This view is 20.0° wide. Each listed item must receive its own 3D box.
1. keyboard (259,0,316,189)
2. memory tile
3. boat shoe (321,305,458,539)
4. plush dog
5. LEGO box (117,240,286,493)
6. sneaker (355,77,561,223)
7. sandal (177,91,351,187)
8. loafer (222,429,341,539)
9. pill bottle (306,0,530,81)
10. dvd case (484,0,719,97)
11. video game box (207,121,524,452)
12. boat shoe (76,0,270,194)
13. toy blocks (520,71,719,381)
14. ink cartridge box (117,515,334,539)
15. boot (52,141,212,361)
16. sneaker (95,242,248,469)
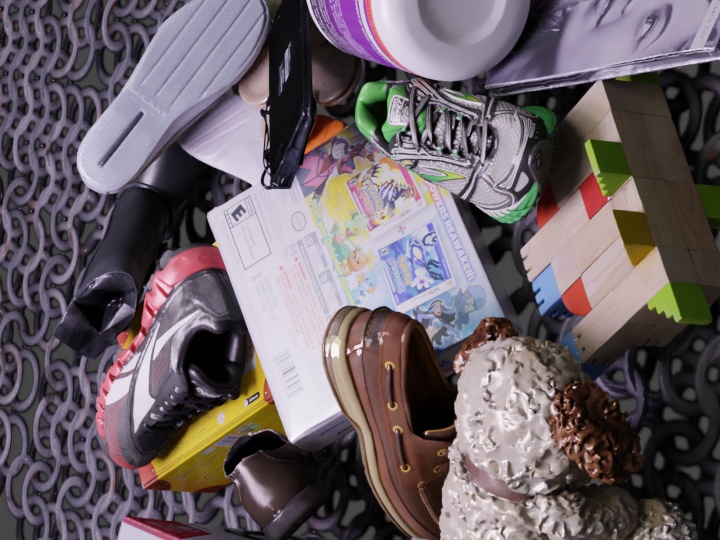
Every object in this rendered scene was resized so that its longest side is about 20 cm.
[{"bbox_3d":[-0.042,-0.136,1.496,0.201,0.039,0.105,-92,22,-49],"label":"keyboard"},{"bbox_3d":[-0.022,-0.199,1.565,0.200,0.017,0.154,-44,50,18],"label":"memory tile"},{"bbox_3d":[0.041,0.110,1.373,0.067,0.072,0.201,-2,126,34],"label":"boat shoe"},{"bbox_3d":[0.101,0.120,1.264,0.200,0.159,0.173,34,134,48],"label":"plush dog"},{"bbox_3d":[-0.101,0.069,1.607,0.200,0.077,0.150,-35,57,41],"label":"LEGO box"},{"bbox_3d":[0.060,-0.083,1.345,0.200,0.085,0.079,17,88,59],"label":"sneaker"},{"bbox_3d":[-0.057,-0.087,1.595,0.206,0.059,0.080,27,80,37],"label":"sandal"},{"bbox_3d":[-0.060,0.143,1.486,0.073,0.071,0.200,-42,3,-3],"label":"loafer"},{"bbox_3d":[0.030,-0.196,1.407,0.200,0.111,0.114,-151,74,-66],"label":"pill bottle"},{"bbox_3d":[0.179,-0.183,1.309,0.199,0.016,0.149,-4,50,49],"label":"dvd case"},{"bbox_3d":[0.000,0.000,1.466,0.181,0.047,0.201,-31,62,18],"label":"video game box"},{"bbox_3d":[-0.148,-0.144,1.594,0.200,0.072,0.062,-46,3,1],"label":"boat shoe"},{"bbox_3d":[0.158,-0.021,1.314,0.137,0.099,0.202,-49,46,47],"label":"toy blocks"},{"bbox_3d":[-0.058,0.235,1.434,0.145,0.199,0.084,11,89,50],"label":"ink cartridge box"},{"bbox_3d":[-0.176,-0.043,1.644,0.200,0.065,0.166,-67,2,-57],"label":"boot"},{"bbox_3d":[-0.139,0.082,1.532,0.098,0.070,0.201,50,124,38],"label":"sneaker"}]
